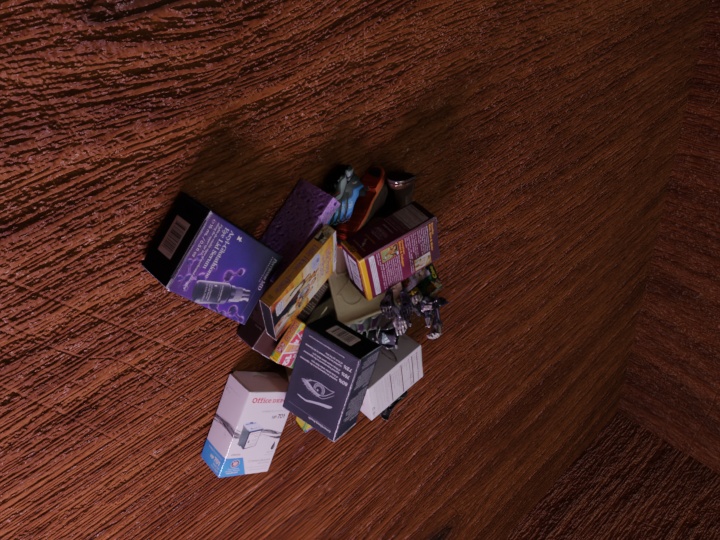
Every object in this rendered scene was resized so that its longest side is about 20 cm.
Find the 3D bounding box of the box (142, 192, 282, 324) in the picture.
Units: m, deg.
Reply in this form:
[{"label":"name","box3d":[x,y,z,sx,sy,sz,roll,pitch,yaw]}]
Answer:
[{"label":"box","box3d":[-0.260,-0.018,1.101,0.199,0.103,0.151,33,87,-50]}]

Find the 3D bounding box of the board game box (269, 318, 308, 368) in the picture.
[{"label":"board game box","box3d":[-0.123,0.169,1.340,0.097,0.030,0.200,-57,159,-5]}]

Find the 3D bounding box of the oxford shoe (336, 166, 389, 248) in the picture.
[{"label":"oxford shoe","box3d":[0.012,-0.125,1.350,0.204,0.070,0.073,-60,140,-15]}]

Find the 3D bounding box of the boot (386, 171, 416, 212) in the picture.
[{"label":"boot","box3d":[0.091,-0.114,1.391,0.186,0.062,0.208,-34,130,-72]}]

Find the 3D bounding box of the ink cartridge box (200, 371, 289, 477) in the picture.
[{"label":"ink cartridge box","box3d":[-0.244,0.334,1.351,0.144,0.085,0.206,11,105,-49]}]

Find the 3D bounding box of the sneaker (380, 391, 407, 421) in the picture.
[{"label":"sneaker","box3d":[0.101,0.309,1.691,0.198,0.103,0.061,-40,136,-24]}]

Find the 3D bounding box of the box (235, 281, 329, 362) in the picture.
[{"label":"box","box3d":[-0.162,0.081,1.301,0.203,0.074,0.100,-57,141,-7]}]

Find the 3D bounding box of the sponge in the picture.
[{"label":"sponge","box3d":[-0.133,-0.074,1.209,0.203,0.110,0.030,-57,142,-4]}]

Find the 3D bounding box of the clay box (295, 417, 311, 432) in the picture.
[{"label":"clay box","box3d":[-0.085,0.293,1.482,0.113,0.048,0.203,-25,148,-36]}]

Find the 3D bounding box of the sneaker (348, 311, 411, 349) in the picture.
[{"label":"sneaker","box3d":[0.030,0.145,1.395,0.197,0.139,0.080,-30,133,-27]}]

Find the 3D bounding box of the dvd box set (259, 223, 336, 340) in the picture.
[{"label":"dvd box set","box3d":[-0.115,0.025,1.189,0.201,0.029,0.148,-51,164,-26]}]

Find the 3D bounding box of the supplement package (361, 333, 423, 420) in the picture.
[{"label":"supplement package","box3d":[0.057,0.263,1.607,0.198,0.116,0.120,-34,134,-29]}]

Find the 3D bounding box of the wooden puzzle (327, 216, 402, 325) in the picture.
[{"label":"wooden puzzle","box3d":[0.000,0.000,1.383,0.181,0.046,0.207,-18,93,-28]}]

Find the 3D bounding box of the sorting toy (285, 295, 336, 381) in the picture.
[{"label":"sorting toy","box3d":[-0.100,0.159,1.447,0.197,0.036,0.190,-31,132,-26]}]

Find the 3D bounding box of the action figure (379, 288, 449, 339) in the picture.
[{"label":"action figure","box3d":[0.120,0.095,1.341,0.198,0.116,0.106,15,75,-55]}]

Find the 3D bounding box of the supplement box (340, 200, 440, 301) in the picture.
[{"label":"supplement box","box3d":[0.067,-0.044,1.309,0.196,0.086,0.113,-30,132,-17]}]

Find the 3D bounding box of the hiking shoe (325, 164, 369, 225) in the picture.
[{"label":"hiking shoe","box3d":[-0.058,-0.119,1.278,0.086,0.074,0.202,42,80,-29]}]

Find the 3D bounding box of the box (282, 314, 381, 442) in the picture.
[{"label":"box","box3d":[-0.062,0.225,1.304,0.104,0.145,0.206,-19,132,-60]}]

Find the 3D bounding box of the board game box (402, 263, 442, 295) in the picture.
[{"label":"board game box","box3d":[0.116,0.034,1.467,0.023,0.107,0.200,-16,163,-34]}]
